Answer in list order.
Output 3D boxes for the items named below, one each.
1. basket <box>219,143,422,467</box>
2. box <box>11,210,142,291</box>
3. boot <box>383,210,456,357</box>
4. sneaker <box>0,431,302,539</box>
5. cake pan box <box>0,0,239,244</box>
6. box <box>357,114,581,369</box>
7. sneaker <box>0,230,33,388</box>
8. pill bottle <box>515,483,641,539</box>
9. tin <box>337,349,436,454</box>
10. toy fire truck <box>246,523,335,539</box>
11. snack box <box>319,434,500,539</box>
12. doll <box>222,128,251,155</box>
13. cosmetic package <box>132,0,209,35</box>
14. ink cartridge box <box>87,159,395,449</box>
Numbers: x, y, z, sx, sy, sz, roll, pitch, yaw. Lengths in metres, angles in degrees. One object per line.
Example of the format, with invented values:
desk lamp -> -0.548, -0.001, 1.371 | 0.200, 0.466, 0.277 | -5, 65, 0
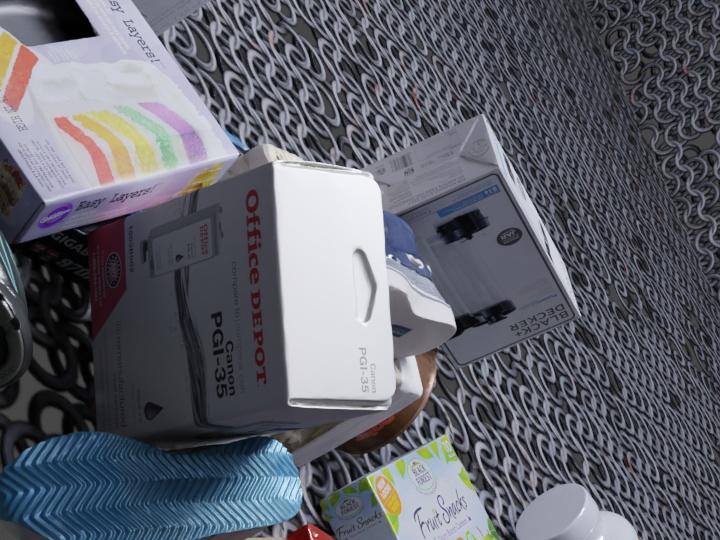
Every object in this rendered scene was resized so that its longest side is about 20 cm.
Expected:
basket -> -0.060, 0.023, 1.216 | 0.123, 0.135, 0.201 | 30, 36, -51
box -> -0.187, -0.071, 1.164 | 0.159, 0.046, 0.201 | 35, 32, -47
boot -> 0.000, 0.000, 1.110 | 0.091, 0.073, 0.200 | 68, 13, 19
sneaker -> -0.132, 0.141, 0.972 | 0.199, 0.081, 0.077 | 7, 62, -41
cake pan box -> -0.202, -0.123, 1.079 | 0.184, 0.052, 0.200 | -16, 66, -51
box -> 0.085, -0.017, 1.275 | 0.200, 0.116, 0.060 | 57, 14, -47
sneaker -> -0.251, -0.024, 0.937 | 0.201, 0.075, 0.079 | 64, 6, -9
pill bottle -> 0.235, 0.304, 1.571 | 0.200, 0.112, 0.112 | 53, 21, -19
tin -> 0.007, 0.063, 1.352 | 0.042, 0.112, 0.200 | 47, 23, -32
toy fire truck -> -0.067, 0.221, 1.050 | 0.200, 0.049, 0.141 | 33, 33, -51
snack box -> 0.053, 0.221, 1.332 | 0.143, 0.053, 0.200 | 61, 20, 6
doll -> -0.101, -0.074, 1.373 | 0.137, 0.048, 0.200 | 57, 12, 14
cosmetic package -> -0.173, -0.295, 1.280 | 0.200, 0.199, 0.123 | 19, 44, -61
ink cartridge box -> -0.079, 0.026, 1.002 | 0.083, 0.200, 0.147 | 5, 75, -41
